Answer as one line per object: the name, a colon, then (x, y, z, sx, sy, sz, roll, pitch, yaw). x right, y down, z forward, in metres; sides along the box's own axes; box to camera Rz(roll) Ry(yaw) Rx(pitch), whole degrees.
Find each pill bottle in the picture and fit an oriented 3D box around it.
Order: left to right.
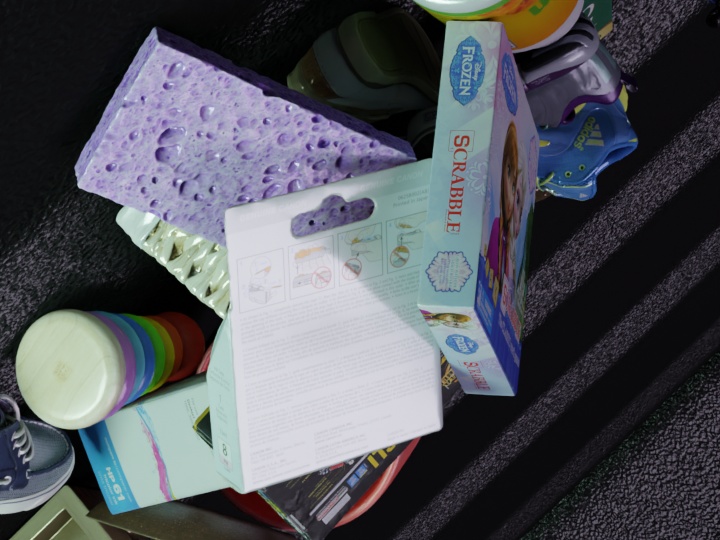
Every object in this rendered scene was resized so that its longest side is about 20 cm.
pill bottle: (0.093, -0.212, 1.482, 0.111, 0.111, 0.200, -46, 162, 9)

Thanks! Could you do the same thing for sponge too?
sponge: (-0.072, -0.068, 1.384, 0.200, 0.030, 0.112, 23, 111, -27)

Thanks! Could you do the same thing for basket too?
basket: (-0.055, -0.037, 1.547, 0.136, 0.123, 0.200, -49, 161, 15)

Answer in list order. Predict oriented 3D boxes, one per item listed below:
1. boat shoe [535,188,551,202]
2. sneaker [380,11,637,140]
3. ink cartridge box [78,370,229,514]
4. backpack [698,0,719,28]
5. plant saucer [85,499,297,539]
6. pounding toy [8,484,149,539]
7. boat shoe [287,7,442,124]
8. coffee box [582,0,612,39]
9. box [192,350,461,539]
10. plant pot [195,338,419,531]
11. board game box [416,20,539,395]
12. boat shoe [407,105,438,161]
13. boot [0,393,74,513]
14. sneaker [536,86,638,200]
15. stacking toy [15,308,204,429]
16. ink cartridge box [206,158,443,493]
boat shoe: (0.086, -0.092, 1.823, 0.200, 0.068, 0.072, -6, 146, -35)
sneaker: (0.110, -0.125, 1.640, 0.200, 0.088, 0.075, -19, -136, 37)
ink cartridge box: (-0.102, 0.117, 1.666, 0.144, 0.085, 0.200, -21, 180, -39)
backpack: (0.258, -0.300, 1.570, 0.200, 0.154, 0.190, -59, 165, 6)
plant saucer: (-0.127, 0.216, 1.785, 0.200, 0.200, 0.037, 38, 68, -72)
pounding toy: (-0.233, 0.326, 1.875, 0.184, 0.200, 0.142, -44, 163, 5)
boat shoe: (0.006, -0.143, 1.540, 0.068, 0.075, 0.200, -28, 169, 19)
coffee box: (0.144, -0.209, 1.707, 0.123, 0.044, 0.200, -39, 162, -8)
box: (-0.008, 0.082, 1.533, 0.200, 0.049, 0.160, -48, 145, -7)
plant pot: (-0.025, 0.109, 1.878, 0.201, 0.200, 0.177, -50, 171, 22)
board game box: (0.084, -0.038, 1.469, 0.200, 0.041, 0.200, 59, 36, -68)
boat shoe: (0.066, -0.061, 1.644, 0.068, 0.057, 0.200, -11, 159, 2)
boot: (-0.261, 0.128, 1.562, 0.090, 0.073, 0.200, -46, 163, 28)
sneaker: (0.133, -0.096, 1.721, 0.199, 0.105, 0.076, -25, 161, -9)
stacking toy: (-0.175, 0.066, 1.613, 0.085, 0.085, 0.200, -48, 167, 15)
ink cartridge box: (-0.024, 0.032, 1.421, 0.162, 0.057, 0.201, -15, 111, -28)
